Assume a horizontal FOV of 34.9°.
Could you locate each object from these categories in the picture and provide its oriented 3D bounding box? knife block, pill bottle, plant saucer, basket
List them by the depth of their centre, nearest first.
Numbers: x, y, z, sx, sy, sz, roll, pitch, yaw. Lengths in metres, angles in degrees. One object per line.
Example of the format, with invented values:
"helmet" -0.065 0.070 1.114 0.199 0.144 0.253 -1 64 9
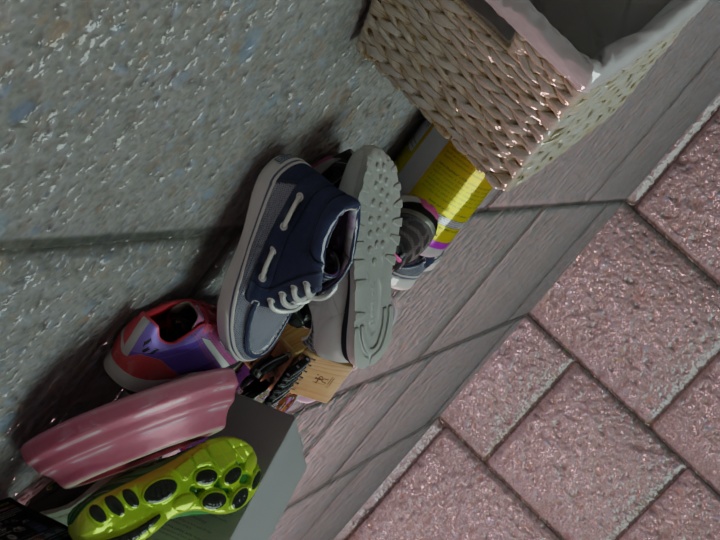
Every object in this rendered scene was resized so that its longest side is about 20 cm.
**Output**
"basket" 0.136 -0.208 0.910 0.199 0.198 0.161 -37 167 -34
"plant saucer" -0.199 0.145 1.019 0.198 0.051 0.201 -21 172 -3
"pill bottle" 0.101 -0.119 1.224 0.201 0.104 0.104 -52 165 22
"knife block" -0.100 0.072 1.280 0.064 0.174 0.201 -52 -151 30

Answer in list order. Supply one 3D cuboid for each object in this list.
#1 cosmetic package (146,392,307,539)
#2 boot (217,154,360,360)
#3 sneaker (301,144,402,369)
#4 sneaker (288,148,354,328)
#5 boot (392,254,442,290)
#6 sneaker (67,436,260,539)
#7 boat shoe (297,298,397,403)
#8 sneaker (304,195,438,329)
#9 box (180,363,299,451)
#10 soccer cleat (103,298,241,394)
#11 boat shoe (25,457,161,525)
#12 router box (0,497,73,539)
"cosmetic package" -0.134 0.241 1.160 0.113 0.080 0.201 85 27 -52
"boot" -0.063 0.009 0.990 0.072 0.090 0.202 -16 131 -43
"sneaker" -0.014 -0.015 1.038 0.076 0.080 0.203 -2 102 -50
"sneaker" -0.037 -0.027 1.109 0.080 0.086 0.201 -32 159 -49
"boot" 0.069 -0.041 1.440 0.091 0.072 0.200 -60 170 20
"sneaker" -0.181 0.201 1.059 0.198 0.075 0.083 -14 -171 -38
"boat shoe" -0.021 0.098 1.550 0.200 0.074 0.065 -42 173 21
"sneaker" 0.000 0.000 1.181 0.199 0.074 0.088 -31 -150 25
"box" -0.147 0.181 1.447 0.137 0.039 0.200 -48 166 1
"soccer cleat" -0.150 0.056 1.053 0.199 0.068 0.074 -17 144 -59
"boat shoe" -0.281 0.233 1.129 0.200 0.061 0.072 -31 124 1
"router box" -0.312 0.271 0.970 0.200 0.148 0.063 -10 117 -66
